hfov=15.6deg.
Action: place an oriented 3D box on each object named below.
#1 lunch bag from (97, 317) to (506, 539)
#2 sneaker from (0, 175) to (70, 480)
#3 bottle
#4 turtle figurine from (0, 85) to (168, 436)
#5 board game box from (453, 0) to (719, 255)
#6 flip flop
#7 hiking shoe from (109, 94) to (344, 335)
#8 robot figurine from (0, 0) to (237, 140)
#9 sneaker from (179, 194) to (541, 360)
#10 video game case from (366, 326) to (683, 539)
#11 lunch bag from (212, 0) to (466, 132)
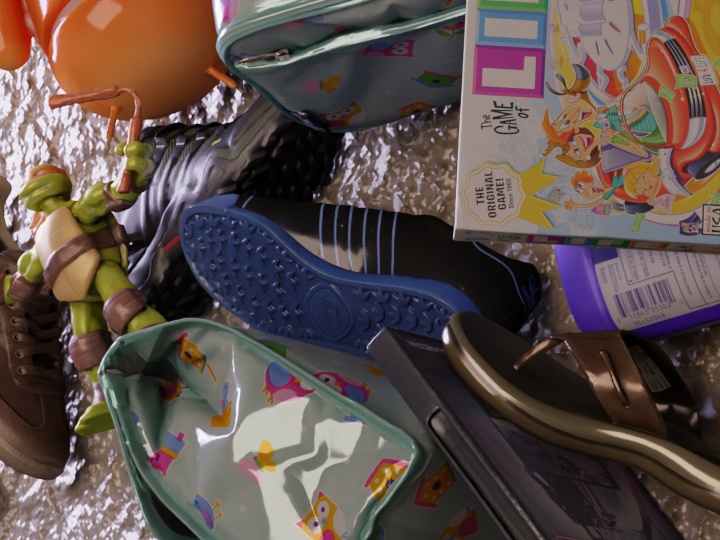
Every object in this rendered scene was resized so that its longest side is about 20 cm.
[{"bbox_3d":[-0.019,0.098,1.316,0.200,0.170,0.122,27,97,34],"label":"lunch bag"},{"bbox_3d":[-0.210,0.028,1.550,0.076,0.070,0.200,-44,57,22],"label":"sneaker"},{"bbox_3d":[0.189,-0.023,1.246,0.200,0.065,0.084,-19,81,34],"label":"bottle"},{"bbox_3d":[-0.157,0.006,1.443,0.200,0.064,0.161,-37,66,29],"label":"turtle figurine"},{"bbox_3d":[0.114,-0.111,1.209,0.134,0.034,0.200,3,82,1],"label":"board game box"},{"bbox_3d":[0.132,0.062,1.243,0.200,0.081,0.058,26,106,21],"label":"flip flop"},{"bbox_3d":[-0.092,-0.057,1.471,0.200,0.076,0.101,-46,59,22],"label":"hiking shoe"},{"bbox_3d":[-0.139,-0.169,1.507,0.117,0.144,0.200,-48,54,41],"label":"robot figurine"},{"bbox_3d":[0.000,0.000,1.377,0.200,0.078,0.070,22,125,31],"label":"sneaker"},{"bbox_3d":[0.099,0.110,1.238,0.019,0.143,0.200,-50,55,18],"label":"video game case"},{"bbox_3d":[0.025,-0.138,1.325,0.200,0.160,0.077,-17,71,18],"label":"lunch bag"}]
